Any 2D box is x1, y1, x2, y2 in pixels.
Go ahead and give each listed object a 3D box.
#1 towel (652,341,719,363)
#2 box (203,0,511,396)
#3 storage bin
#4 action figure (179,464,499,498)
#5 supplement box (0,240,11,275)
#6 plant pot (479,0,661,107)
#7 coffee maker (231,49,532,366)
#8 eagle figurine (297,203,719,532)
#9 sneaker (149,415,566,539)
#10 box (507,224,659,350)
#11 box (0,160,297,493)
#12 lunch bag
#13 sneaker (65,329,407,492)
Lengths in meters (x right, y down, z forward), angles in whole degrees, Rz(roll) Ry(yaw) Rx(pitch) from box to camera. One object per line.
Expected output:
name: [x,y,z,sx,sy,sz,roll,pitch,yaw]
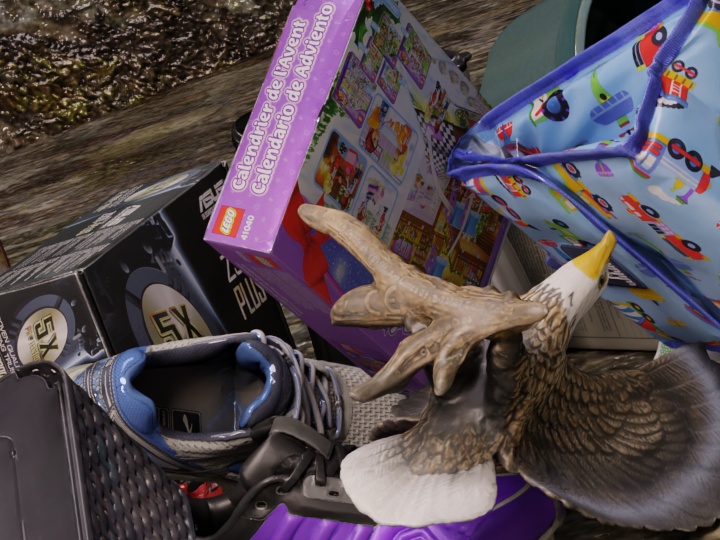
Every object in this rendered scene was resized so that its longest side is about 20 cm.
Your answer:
towel: [0.208,0.005,1.141,0.030,0.151,0.200,13,-4,-25]
box: [0.010,-0.035,1.138,0.039,0.200,0.138,11,73,30]
storage bin: [-0.137,0.150,0.949,0.135,0.094,0.201,-32,38,12]
action figure: [-0.022,0.100,1.279,0.199,0.052,0.066,-19,47,16]
supplement box: [-0.242,0.080,1.383,0.102,0.201,0.131,-16,12,18]
plant pot: [0.184,-0.123,1.610,0.199,0.202,0.196,-26,6,-23]
coffee maker: [0.000,0.000,1.333,0.191,0.201,0.134,-26,13,-25]
eagle figurine: [0.074,0.050,1.067,0.150,0.153,0.200,-25,-31,13]
sneaker: [-0.009,0.110,1.110,0.199,0.100,0.070,-17,14,11]
box: [0.150,-0.011,1.387,0.077,0.096,0.199,-28,16,-31]
box: [-0.123,0.050,1.405,0.086,0.165,0.200,-15,13,26]
lunch bag: [0.138,-0.031,1.099,0.095,0.150,0.200,-62,18,-21]
sneaker: [-0.050,0.069,1.170,0.199,0.078,0.085,1,-23,-35]
